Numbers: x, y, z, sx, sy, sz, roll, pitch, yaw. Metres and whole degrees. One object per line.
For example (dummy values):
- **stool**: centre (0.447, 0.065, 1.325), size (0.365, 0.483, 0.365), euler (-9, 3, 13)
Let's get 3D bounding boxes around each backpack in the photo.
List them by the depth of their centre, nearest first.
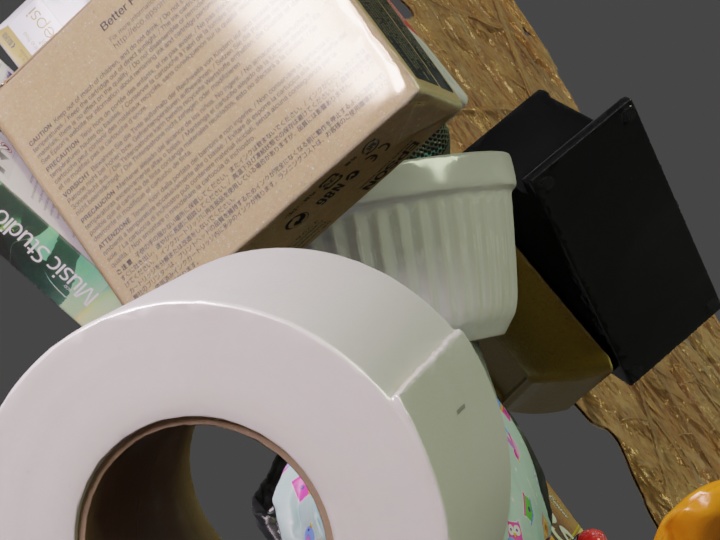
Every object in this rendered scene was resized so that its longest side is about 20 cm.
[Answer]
- **backpack**: centre (0.028, 0.126, 1.144), size (0.167, 0.126, 0.200), euler (53, 20, 4)

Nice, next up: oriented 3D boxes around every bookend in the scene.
- **bookend**: centre (0.134, -0.050, 1.503), size (0.200, 0.092, 0.199), euler (35, -20, 52)

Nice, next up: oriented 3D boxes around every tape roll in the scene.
- **tape roll**: centre (-0.045, 0.099, 0.884), size (0.203, 0.203, 0.139), euler (49, 16, 2)

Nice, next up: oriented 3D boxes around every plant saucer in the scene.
- **plant saucer**: centre (0.088, 0.025, 1.556), size (0.200, 0.048, 0.200), euler (51, -12, 7)

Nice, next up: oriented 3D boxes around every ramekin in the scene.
- **ramekin**: centre (0.000, 0.000, 1.237), size (0.200, 0.199, 0.106), euler (-6, 85, -70)

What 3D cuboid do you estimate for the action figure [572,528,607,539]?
- **action figure**: centre (0.103, 0.218, 1.131), size (0.065, 0.052, 0.200), euler (45, 46, -22)

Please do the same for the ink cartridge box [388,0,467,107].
- **ink cartridge box**: centre (-0.028, -0.176, 1.592), size (0.200, 0.083, 0.147), euler (24, 26, -56)

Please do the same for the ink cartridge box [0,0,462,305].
- **ink cartridge box**: centre (-0.074, -0.087, 1.113), size (0.165, 0.200, 0.075), euler (55, 17, 16)

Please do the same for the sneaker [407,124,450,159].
- **sneaker**: centre (-0.029, -0.070, 1.373), size (0.199, 0.092, 0.078), euler (-6, 34, -22)

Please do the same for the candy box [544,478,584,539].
- **candy box**: centre (0.105, 0.185, 1.328), size (0.200, 0.055, 0.115), euler (53, 18, 14)

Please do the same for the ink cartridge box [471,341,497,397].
- **ink cartridge box**: centre (-0.001, 0.023, 1.415), size (0.200, 0.059, 0.104), euler (39, 19, -30)

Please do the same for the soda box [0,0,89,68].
- **soda box**: centre (-0.144, -0.115, 1.292), size (0.068, 0.064, 0.200), euler (49, 5, 18)

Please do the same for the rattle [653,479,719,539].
- **rattle**: centre (0.182, 0.238, 1.168), size (0.130, 0.143, 0.200), euler (46, 30, -19)

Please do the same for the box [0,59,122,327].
- **box**: centre (-0.184, -0.051, 1.164), size (0.200, 0.036, 0.145), euler (42, 18, -17)
